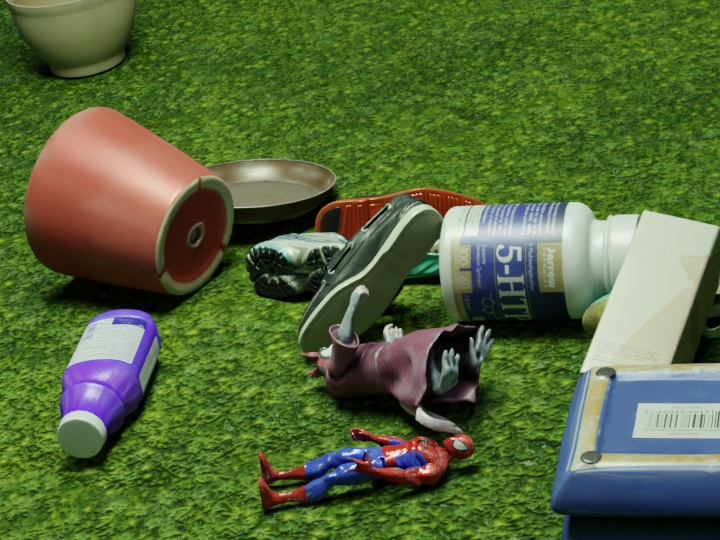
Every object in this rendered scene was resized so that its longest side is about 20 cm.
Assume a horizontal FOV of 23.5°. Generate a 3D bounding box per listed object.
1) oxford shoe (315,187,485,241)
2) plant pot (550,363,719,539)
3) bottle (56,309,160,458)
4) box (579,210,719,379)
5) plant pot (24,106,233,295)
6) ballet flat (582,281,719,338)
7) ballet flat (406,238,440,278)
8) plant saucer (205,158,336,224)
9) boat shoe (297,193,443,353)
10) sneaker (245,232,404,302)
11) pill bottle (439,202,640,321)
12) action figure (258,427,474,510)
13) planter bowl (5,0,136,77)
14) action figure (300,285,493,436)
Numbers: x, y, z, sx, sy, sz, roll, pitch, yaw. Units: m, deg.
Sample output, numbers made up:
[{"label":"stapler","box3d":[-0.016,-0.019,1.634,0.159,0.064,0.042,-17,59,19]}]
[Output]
[{"label":"oxford shoe","box3d":[0.049,-0.064,1.980,0.198,0.072,0.073,1,11,3]},{"label":"plant pot","box3d":[0.248,0.184,1.334,0.198,0.181,0.200,-2,28,17]},{"label":"bottle","box3d":[-0.260,0.114,1.757,0.083,0.066,0.200,-6,28,10]},{"label":"box","box3d":[0.269,0.052,1.593,0.077,0.095,0.201,13,55,20]},{"label":"plant pot","box3d":[-0.254,-0.066,1.975,0.176,0.202,0.200,21,39,27]},{"label":"ballet flat","box3d":[0.319,0.044,1.695,0.198,0.071,0.071,-11,28,0]},{"label":"ballet flat","box3d":[0.102,-0.028,1.889,0.198,0.071,0.067,-2,29,16]},{"label":"plant saucer","box3d":[-0.127,-0.094,2.105,0.198,0.032,0.200,-3,20,1]},{"label":"boat shoe","box3d":[-0.001,-0.001,1.796,0.200,0.074,0.066,-51,45,9]},{"label":"sneaker","box3d":[-0.029,-0.012,1.902,0.199,0.078,0.086,11,31,35]},{"label":"pill bottle","box3d":[0.189,-0.009,1.773,0.198,0.121,0.120,-2,29,17]},{"label":"action figure","box3d":[0.006,0.175,1.577,0.198,0.052,0.066,-7,24,1]},{"label":"planter bowl","box3d":[-0.432,-0.379,2.654,0.198,0.136,0.201,-8,29,4]},{"label":"action figure","box3d":[0.029,0.101,1.685,0.199,0.134,0.150,-8,67,33]}]
